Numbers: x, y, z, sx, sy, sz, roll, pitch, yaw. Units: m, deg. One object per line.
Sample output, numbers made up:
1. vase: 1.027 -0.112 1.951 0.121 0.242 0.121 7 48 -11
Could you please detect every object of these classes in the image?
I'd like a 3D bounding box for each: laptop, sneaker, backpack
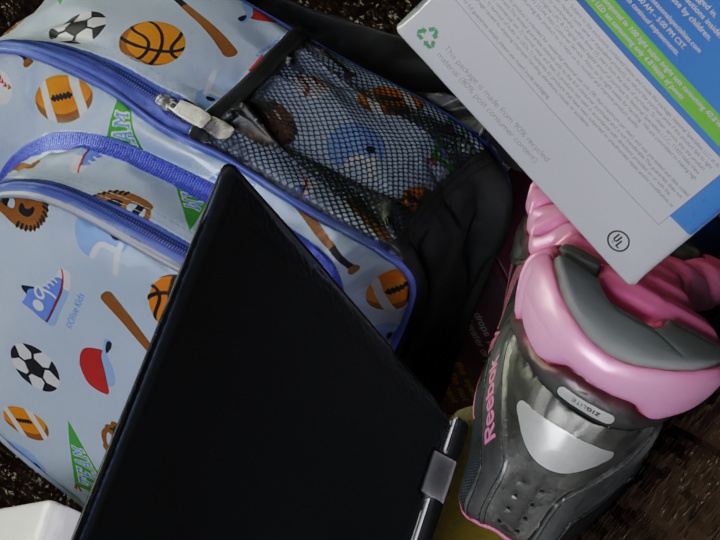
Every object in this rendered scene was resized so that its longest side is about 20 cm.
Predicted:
1. laptop: -0.054 0.107 0.781 0.200 0.116 0.188 -41 24 58
2. sneaker: 0.067 0.032 0.855 0.096 0.079 0.200 -65 -5 15
3. backpack: -0.063 -0.006 0.937 0.154 0.190 0.200 -36 -25 -46

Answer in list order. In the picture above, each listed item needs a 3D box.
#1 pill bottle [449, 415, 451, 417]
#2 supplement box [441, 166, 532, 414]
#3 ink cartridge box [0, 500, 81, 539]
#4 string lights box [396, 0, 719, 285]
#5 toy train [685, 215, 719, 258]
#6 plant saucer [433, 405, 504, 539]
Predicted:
1. pill bottle: -0.022 0.116 1.199 0.200 0.111 0.111 -54 -1 36
2. supplement box: 0.000 0.000 1.079 0.200 0.086 0.110 -10 27 34
3. ink cartridge box: -0.132 0.187 0.899 0.145 0.084 0.200 -14 53 56
4. string lights box: 0.118 -0.098 0.756 0.200 0.103 0.059 -40 4 28
5. toy train: 0.153 -0.053 1.003 0.200 0.034 0.046 -52 10 6
6. plant saucer: -0.003 0.138 0.965 0.200 0.048 0.200 -53 -2 31
